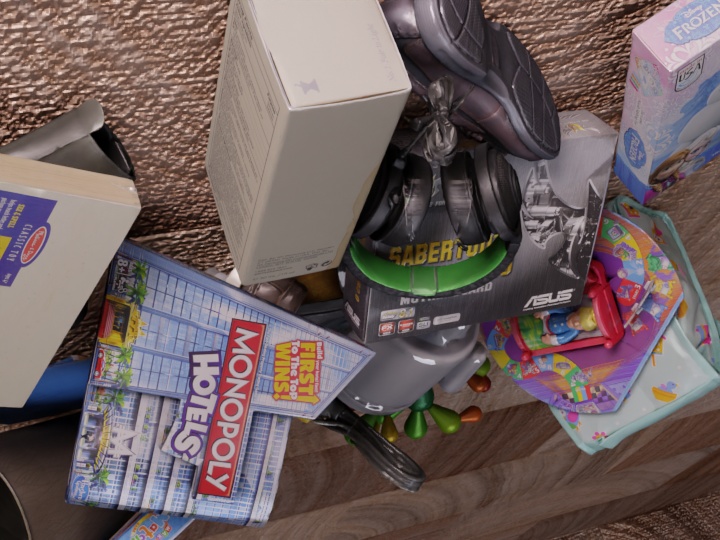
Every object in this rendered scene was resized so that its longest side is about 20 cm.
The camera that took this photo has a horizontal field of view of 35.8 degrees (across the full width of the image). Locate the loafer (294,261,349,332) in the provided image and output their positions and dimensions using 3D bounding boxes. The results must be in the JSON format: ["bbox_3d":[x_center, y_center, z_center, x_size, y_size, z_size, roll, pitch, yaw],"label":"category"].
[{"bbox_3d":[0.000,0.000,0.927,0.200,0.073,0.072,-31,150,22],"label":"loafer"}]

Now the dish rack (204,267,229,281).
[{"bbox_3d":[-0.158,0.087,0.948,0.172,0.044,0.200,-55,167,-21],"label":"dish rack"}]

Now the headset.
[{"bbox_3d":[0.047,-0.040,0.719,0.123,0.094,0.200,0,140,-1],"label":"headset"}]

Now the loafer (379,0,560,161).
[{"bbox_3d":[0.069,-0.125,0.725,0.063,0.072,0.200,-11,156,29],"label":"loafer"}]

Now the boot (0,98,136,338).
[{"bbox_3d":[-0.189,-0.024,0.730,0.138,0.078,0.200,-26,157,2],"label":"boot"}]

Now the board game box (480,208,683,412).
[{"bbox_3d":[0.184,0.040,0.999,0.039,0.158,0.200,-29,147,-56],"label":"board game box"}]

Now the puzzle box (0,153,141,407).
[{"bbox_3d":[-0.232,0.011,0.670,0.133,0.025,0.200,10,132,-37],"label":"puzzle box"}]

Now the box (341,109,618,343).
[{"bbox_3d":[0.090,-0.035,0.856,0.200,0.048,0.159,-8,125,-23],"label":"box"}]

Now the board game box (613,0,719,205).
[{"bbox_3d":[0.274,-0.153,0.778,0.200,0.043,0.199,-34,156,-4],"label":"board game box"}]

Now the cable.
[{"bbox_3d":[-0.026,0.148,1.064,0.050,0.200,0.097,-52,172,7],"label":"cable"}]

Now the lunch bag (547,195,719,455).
[{"bbox_3d":[0.247,0.057,1.076,0.170,0.200,0.122,-36,152,31],"label":"lunch bag"}]

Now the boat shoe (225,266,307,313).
[{"bbox_3d":[-0.092,0.070,0.925,0.072,0.059,0.200,-49,165,-47],"label":"boat shoe"}]

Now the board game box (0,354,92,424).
[{"bbox_3d":[-0.260,0.085,0.949,0.158,0.039,0.200,-19,167,4],"label":"board game box"}]

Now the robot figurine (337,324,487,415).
[{"bbox_3d":[0.033,0.062,1.030,0.169,0.113,0.200,29,139,-11],"label":"robot figurine"}]

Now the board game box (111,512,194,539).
[{"bbox_3d":[-0.162,0.207,0.989,0.200,0.037,0.151,-43,180,4],"label":"board game box"}]

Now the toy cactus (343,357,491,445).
[{"bbox_3d":[0.064,0.114,1.212,0.200,0.102,0.165,-16,133,-20],"label":"toy cactus"}]

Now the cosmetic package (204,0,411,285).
[{"bbox_3d":[-0.040,-0.084,0.669,0.073,0.104,0.200,-11,157,-20],"label":"cosmetic package"}]

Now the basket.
[{"bbox_3d":[-0.282,0.204,0.981,0.136,0.181,0.200,11,-164,19],"label":"basket"}]

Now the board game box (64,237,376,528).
[{"bbox_3d":[-0.099,0.090,0.817,0.200,0.200,0.062,10,-177,-14],"label":"board game box"}]
